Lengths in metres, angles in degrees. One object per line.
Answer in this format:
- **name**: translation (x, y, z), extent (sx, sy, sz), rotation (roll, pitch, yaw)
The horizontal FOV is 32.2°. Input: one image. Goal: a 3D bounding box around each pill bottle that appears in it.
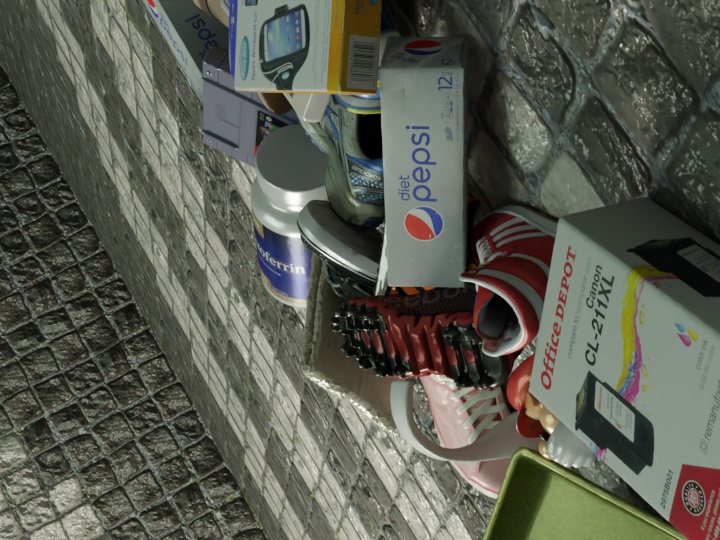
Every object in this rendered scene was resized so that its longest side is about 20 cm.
- **pill bottle**: translation (-0.062, -0.059, 1.385), extent (0.116, 0.115, 0.201), rotation (51, 159, 32)

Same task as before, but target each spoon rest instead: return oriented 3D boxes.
- **spoon rest**: translation (0.118, 0.143, 1.080), extent (0.099, 0.198, 0.061), rotation (166, 117, -72)

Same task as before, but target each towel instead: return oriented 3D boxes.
- **towel**: translation (-0.004, 0.050, 1.259), extent (0.132, 0.034, 0.202), rotation (37, -138, -33)

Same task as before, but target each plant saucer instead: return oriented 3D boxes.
- **plant saucer**: translation (0.196, 0.265, 1.047), extent (0.198, 0.048, 0.202), rotation (27, 117, 22)

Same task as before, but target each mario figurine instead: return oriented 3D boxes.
- **mario figurine**: translation (0.184, 0.132, 0.966), extent (0.199, 0.106, 0.124), rotation (25, 152, 55)

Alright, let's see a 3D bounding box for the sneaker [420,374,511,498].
- **sneaker**: translation (0.109, 0.128, 1.229), extent (0.202, 0.075, 0.105), rotation (64, 168, 12)

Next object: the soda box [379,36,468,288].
- **soda box**: translation (0.054, -0.086, 1.016), extent (0.064, 0.067, 0.202), rotation (-77, -14, -56)

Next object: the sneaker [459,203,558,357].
- **sneaker**: translation (0.111, 0.006, 0.991), extent (0.200, 0.112, 0.072), rotation (20, 135, 65)

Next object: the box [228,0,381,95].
- **box**: translation (-0.051, -0.205, 1.015), extent (0.199, 0.041, 0.121), rotation (15, 104, 58)

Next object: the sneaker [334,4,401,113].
- **sneaker**: translation (-0.020, -0.226, 1.108), extent (0.200, 0.073, 0.083), rotation (51, 150, 33)

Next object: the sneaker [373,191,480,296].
- **sneaker**: translation (0.066, 0.013, 1.136), extent (0.090, 0.070, 0.202), rotation (23, 118, 42)

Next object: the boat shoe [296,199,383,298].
- **boat shoe**: translation (0.000, 0.000, 1.200), extent (0.199, 0.071, 0.072), rotation (30, -152, -43)

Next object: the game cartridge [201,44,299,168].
- **game cartridge**: translation (-0.119, -0.169, 1.418), extent (0.129, 0.039, 0.200), rotation (30, 159, 4)

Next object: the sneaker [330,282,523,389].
- **sneaker**: translation (0.065, 0.050, 1.087), extent (0.199, 0.098, 0.072), rotation (6, 119, 42)

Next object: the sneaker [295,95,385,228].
- **sneaker**: translation (-0.001, -0.141, 1.186), extent (0.085, 0.076, 0.201), rotation (-52, 49, 39)

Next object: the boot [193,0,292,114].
- **boot**: translation (-0.126, -0.274, 1.305), extent (0.146, 0.070, 0.202), rotation (22, 120, 48)

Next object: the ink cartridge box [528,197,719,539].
- **ink cartridge box**: translation (0.205, 0.065, 0.802), extent (0.200, 0.082, 0.147), rotation (43, 137, 47)

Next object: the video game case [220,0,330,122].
- **video game case**: translation (-0.054, -0.259, 1.071), extent (0.201, 0.023, 0.183), rotation (56, 135, 41)

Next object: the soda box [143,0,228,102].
- **soda box**: translation (-0.202, -0.301, 1.488), extent (0.201, 0.068, 0.064), rotation (59, 164, 14)
